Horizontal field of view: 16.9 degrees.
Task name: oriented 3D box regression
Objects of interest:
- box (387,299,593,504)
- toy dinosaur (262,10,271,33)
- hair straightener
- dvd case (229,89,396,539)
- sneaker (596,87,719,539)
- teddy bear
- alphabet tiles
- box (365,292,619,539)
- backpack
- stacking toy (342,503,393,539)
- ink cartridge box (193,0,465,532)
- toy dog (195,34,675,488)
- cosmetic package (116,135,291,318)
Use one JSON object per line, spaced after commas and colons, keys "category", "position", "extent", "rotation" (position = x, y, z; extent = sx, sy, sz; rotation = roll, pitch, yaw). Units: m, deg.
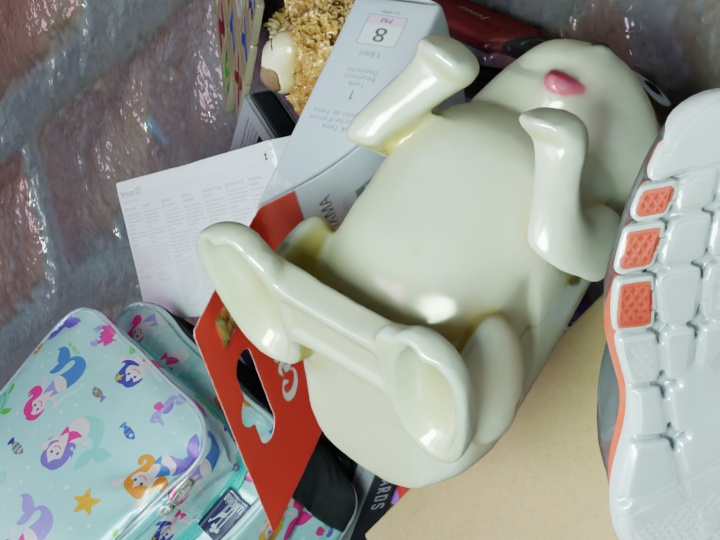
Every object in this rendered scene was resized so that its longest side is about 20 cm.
{"category": "box", "position": [0.073, 0.073, 1.218], "extent": [0.200, 0.039, 0.138], "rotation": [23, 116, 56]}
{"category": "toy dinosaur", "position": [-0.018, -0.071, 1.337], "extent": [0.200, 0.047, 0.088], "rotation": [48, 132, 48]}
{"category": "hair straightener", "position": [0.088, -0.076, 1.167], "extent": [0.200, 0.041, 0.077], "rotation": [25, 122, 50]}
{"category": "dvd case", "position": [-0.026, 0.024, 1.307], "extent": [0.200, 0.025, 0.151], "rotation": [58, 145, 34]}
{"category": "sneaker", "position": [0.123, 0.017, 0.981], "extent": [0.082, 0.077, 0.201], "rotation": [-118, 32, -65]}
{"category": "teddy bear", "position": [-0.018, -0.162, 1.258], "extent": [0.145, 0.066, 0.201], "rotation": [178, 99, -68]}
{"category": "alphabet tiles", "position": [-0.071, -0.192, 1.357], "extent": [0.167, 0.006, 0.201], "rotation": [104, 162, -55]}
{"category": "box", "position": [0.108, 0.120, 1.092], "extent": [0.200, 0.021, 0.164], "rotation": [-47, 61, 25]}
{"category": "backpack", "position": [-0.125, 0.132, 1.257], "extent": [0.200, 0.150, 0.177], "rotation": [-52, 46, 3]}
{"category": "stacking toy", "position": [-0.035, 0.216, 1.391], "extent": [0.200, 0.146, 0.146], "rotation": [92, 154, -55]}
{"category": "ink cartridge box", "position": [0.000, 0.000, 1.112], "extent": [0.057, 0.201, 0.163], "rotation": [7, 144, 19]}
{"category": "toy dog", "position": [0.063, -0.011, 1.027], "extent": [0.139, 0.200, 0.194], "rotation": [25, 153, 38]}
{"category": "cosmetic package", "position": [-0.062, -0.022, 1.275], "extent": [0.200, 0.050, 0.083], "rotation": [-8, 97, 62]}
